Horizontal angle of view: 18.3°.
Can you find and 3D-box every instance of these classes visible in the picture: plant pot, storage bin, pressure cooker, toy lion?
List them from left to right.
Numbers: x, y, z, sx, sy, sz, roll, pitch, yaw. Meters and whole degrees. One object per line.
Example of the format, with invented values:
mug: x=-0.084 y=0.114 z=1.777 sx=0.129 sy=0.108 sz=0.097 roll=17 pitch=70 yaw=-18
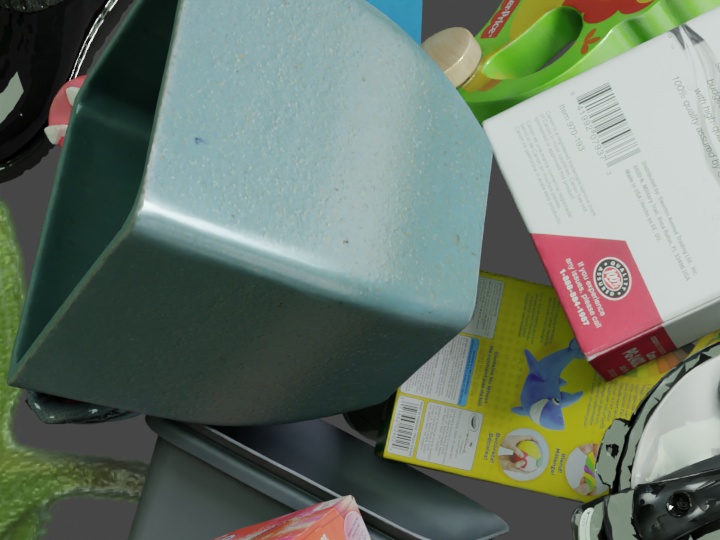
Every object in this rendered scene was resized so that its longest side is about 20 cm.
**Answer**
plant pot: x=-0.045 y=-0.028 z=1.165 sx=0.199 sy=0.196 sz=0.197 roll=21 pitch=56 yaw=-18
storage bin: x=-0.037 y=0.162 z=1.248 sx=0.199 sy=0.145 sz=0.135 roll=27 pitch=100 yaw=20
toy lion: x=0.147 y=-0.165 z=1.329 sx=0.191 sy=0.069 sz=0.200 roll=3 pitch=52 yaw=50
pressure cooker: x=0.207 y=0.124 z=1.123 sx=0.178 sy=0.200 sz=0.176 roll=32 pitch=78 yaw=15

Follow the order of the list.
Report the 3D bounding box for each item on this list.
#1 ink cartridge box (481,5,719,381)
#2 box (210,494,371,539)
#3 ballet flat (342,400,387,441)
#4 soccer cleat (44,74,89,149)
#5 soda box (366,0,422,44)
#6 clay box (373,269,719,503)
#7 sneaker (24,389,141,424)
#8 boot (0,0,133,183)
ink cartridge box: x=0.186 y=-0.051 z=1.189 sx=0.199 sy=0.083 sz=0.146 roll=-25 pitch=72 yaw=8
box: x=-0.084 y=0.201 z=1.153 sx=0.199 sy=0.095 sz=0.103 roll=-20 pitch=94 yaw=30
ballet flat: x=0.000 y=0.000 z=1.316 sx=0.064 sy=0.067 sz=0.201 roll=-30 pitch=72 yaw=38
soccer cleat: x=-0.106 y=-0.052 z=1.370 sx=0.200 sy=0.076 sz=0.067 roll=39 pitch=115 yaw=11
soda box: x=-0.049 y=-0.135 z=1.357 sx=0.064 sy=0.068 sz=0.200 roll=28 pitch=43 yaw=32
clay box: x=0.117 y=0.071 z=1.256 sx=0.199 sy=0.048 sz=0.116 roll=14 pitch=85 yaw=-7
sneaker: x=-0.111 y=0.040 z=1.294 sx=0.200 sy=0.095 sz=0.080 roll=-34 pitch=84 yaw=23
boot: x=-0.221 y=-0.174 z=1.411 sx=0.079 sy=0.158 sz=0.212 roll=20 pitch=71 yaw=18
